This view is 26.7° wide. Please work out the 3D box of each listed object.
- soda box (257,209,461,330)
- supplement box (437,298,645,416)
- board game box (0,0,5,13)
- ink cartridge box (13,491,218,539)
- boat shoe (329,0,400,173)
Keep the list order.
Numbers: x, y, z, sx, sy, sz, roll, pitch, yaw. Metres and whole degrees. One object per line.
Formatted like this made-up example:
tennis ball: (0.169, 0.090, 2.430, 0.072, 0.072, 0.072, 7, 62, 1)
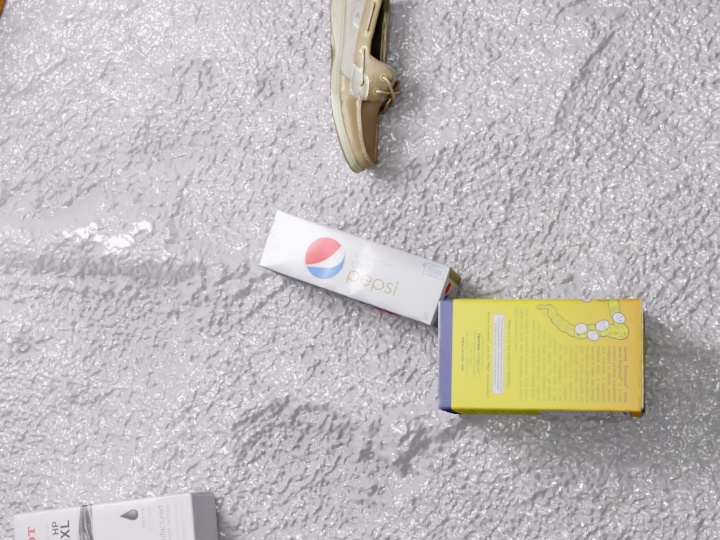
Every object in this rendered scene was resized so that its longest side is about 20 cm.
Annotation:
soda box: (0.000, 0.000, 1.568, 0.198, 0.068, 0.064, 19, 87, 16)
supplement box: (0.181, 0.087, 1.500, 0.198, 0.109, 0.111, 0, 82, 11)
board game box: (-0.523, -0.329, 1.661, 0.198, 0.200, 0.202, 17, 86, 13)
ink cartridge box: (-0.250, 0.313, 1.573, 0.198, 0.084, 0.146, -9, 80, 11)
boat shoe: (0.007, -0.204, 1.596, 0.066, 0.074, 0.202, -6, 81, 16)
